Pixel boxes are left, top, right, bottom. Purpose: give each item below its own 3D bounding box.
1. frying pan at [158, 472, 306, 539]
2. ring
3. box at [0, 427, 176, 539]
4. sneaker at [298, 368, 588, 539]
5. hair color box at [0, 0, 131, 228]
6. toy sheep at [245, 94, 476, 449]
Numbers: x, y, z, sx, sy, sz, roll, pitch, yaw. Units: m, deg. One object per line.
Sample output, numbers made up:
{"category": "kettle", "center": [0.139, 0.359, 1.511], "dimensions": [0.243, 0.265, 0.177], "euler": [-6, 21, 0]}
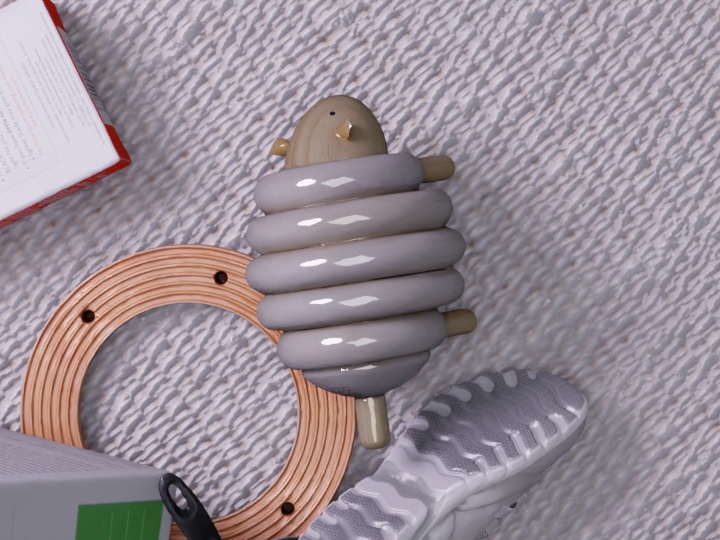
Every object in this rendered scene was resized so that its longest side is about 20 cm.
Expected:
{"category": "frying pan", "center": [-0.079, 0.190, 1.060], "dimensions": [0.190, 0.031, 0.115], "euler": [33, 83, -43]}
{"category": "ring", "center": [-0.102, 0.084, 1.118], "dimensions": [0.200, 0.019, 0.201], "euler": [0, 90, 2]}
{"category": "box", "center": [-0.233, 0.188, 1.010], "dimensions": [0.200, 0.171, 0.199], "euler": [8, 91, 33]}
{"category": "sneaker", "center": [0.051, 0.134, 1.100], "dimensions": [0.200, 0.082, 0.075], "euler": [-35, 46, -10]}
{"category": "hair color box", "center": [-0.249, -0.068, 1.097], "dimensions": [0.200, 0.064, 0.111], "euler": [-26, 91, 0]}
{"category": "toy sheep", "center": [0.000, 0.000, 1.055], "dimensions": [0.138, 0.138, 0.200], "euler": [-12, 88, 1]}
